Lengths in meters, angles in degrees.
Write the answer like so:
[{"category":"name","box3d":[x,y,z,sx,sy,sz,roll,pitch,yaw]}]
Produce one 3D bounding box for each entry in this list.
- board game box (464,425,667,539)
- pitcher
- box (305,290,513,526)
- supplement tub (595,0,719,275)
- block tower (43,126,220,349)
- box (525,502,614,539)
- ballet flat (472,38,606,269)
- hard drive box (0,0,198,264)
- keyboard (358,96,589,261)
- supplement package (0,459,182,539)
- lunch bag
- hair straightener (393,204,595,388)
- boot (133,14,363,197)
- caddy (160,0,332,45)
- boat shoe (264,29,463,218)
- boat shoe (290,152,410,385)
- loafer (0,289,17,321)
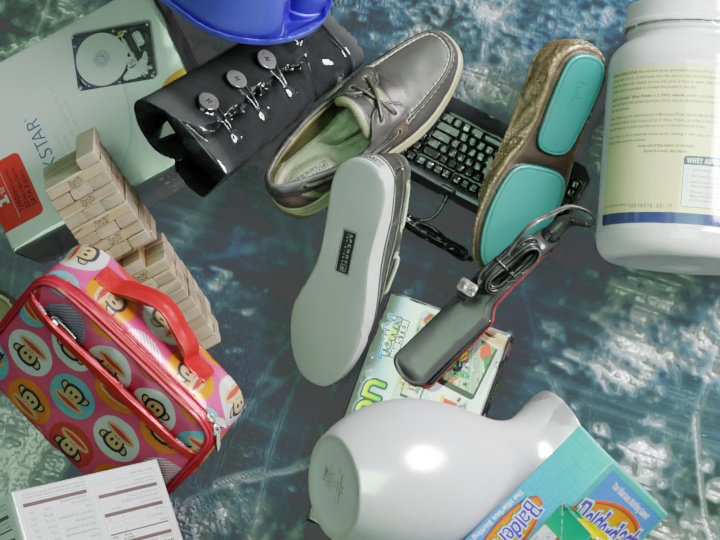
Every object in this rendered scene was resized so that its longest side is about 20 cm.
[{"category":"board game box","box3d":[0.135,0.225,1.534,0.200,0.152,0.045,-46,57,2]},{"category":"pitcher","box3d":[0.061,0.181,1.536,0.199,0.121,0.173,-3,110,-31]},{"category":"box","box3d":[0.041,0.129,1.622,0.109,0.035,0.201,20,87,12]},{"category":"supplement tub","box3d":[0.262,-0.103,1.554,0.144,0.145,0.202,4,84,10]},{"category":"block tower","box3d":[-0.188,-0.016,1.619,0.057,0.054,0.201,-27,117,5]},{"category":"box","box3d":[0.162,0.256,1.514,0.117,0.200,0.048,-46,55,1]},{"category":"ballet flat","box3d":[0.138,-0.095,1.599,0.070,0.065,0.201,19,104,-27]},{"category":"hard drive box","box3d":[-0.225,-0.122,1.676,0.199,0.077,0.157,-28,79,6]},{"category":"keyboard","box3d":[0.077,-0.073,1.647,0.199,0.021,0.128,28,89,13]},{"category":"supplement package","box3d":[-0.257,0.241,1.560,0.199,0.155,0.112,-27,78,39]},{"category":"lunch bag","box3d":[-0.192,0.081,1.592,0.200,0.082,0.176,43,131,-2]},{"category":"hair straightener","box3d":[0.104,0.019,1.557,0.200,0.077,0.041,-40,78,9]},{"category":"boot","box3d":[-0.115,-0.169,1.614,0.165,0.066,0.200,39,55,11]},{"category":"caddy","box3d":[-0.108,-0.258,1.576,0.200,0.105,0.141,38,47,20]},{"category":"boat shoe","box3d":[0.002,-0.123,1.623,0.201,0.066,0.072,-41,78,2]},{"category":"boat shoe","box3d":[0.000,0.000,1.624,0.070,0.063,0.201,28,113,28]},{"category":"loafer","box3d":[-0.372,0.027,1.689,0.199,0.067,0.077,22,88,12]}]
